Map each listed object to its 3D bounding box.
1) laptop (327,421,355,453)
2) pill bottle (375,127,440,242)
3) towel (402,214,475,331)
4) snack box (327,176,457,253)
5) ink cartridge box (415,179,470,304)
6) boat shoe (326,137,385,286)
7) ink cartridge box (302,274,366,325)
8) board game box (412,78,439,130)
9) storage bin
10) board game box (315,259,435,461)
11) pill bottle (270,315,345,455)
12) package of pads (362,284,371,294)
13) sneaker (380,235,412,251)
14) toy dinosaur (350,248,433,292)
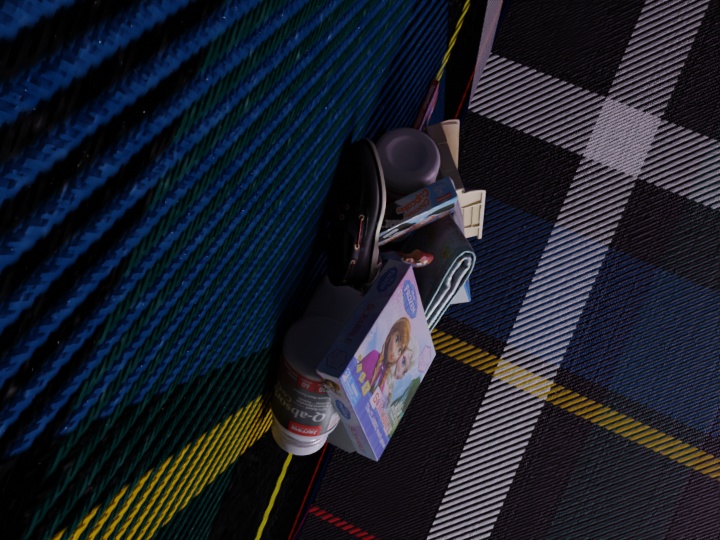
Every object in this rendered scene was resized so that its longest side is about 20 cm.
[{"bbox_3d":[-0.036,0.217,1.160,0.103,0.175,0.204,-32,-145,41],"label":"laptop"},{"bbox_3d":[0.066,-0.136,1.018,0.201,0.110,0.114,100,15,-62],"label":"pill bottle"},{"bbox_3d":[0.109,0.005,1.020,0.202,0.047,0.172,-58,-153,22],"label":"towel"},{"bbox_3d":[0.051,-0.074,0.912,0.196,0.038,0.116,-25,173,4],"label":"snack box"},{"bbox_3d":[0.162,-0.055,1.184,0.146,0.081,0.205,55,30,-55],"label":"ink cartridge box"},{"bbox_3d":[-0.010,-0.072,0.796,0.062,0.074,0.206,-10,120,-28],"label":"boat shoe"},{"bbox_3d":[-0.015,0.106,1.002,0.087,0.145,0.201,-61,170,-21],"label":"ink cartridge box"},{"bbox_3d":[0.130,-0.315,1.341,0.103,0.019,0.204,77,35,-80],"label":"board game box"},{"bbox_3d":[0.208,-0.200,1.354,0.200,0.091,0.204,77,0,-60],"label":"storage bin"},{"bbox_3d":[0.033,0.128,0.842,0.201,0.040,0.203,-55,142,-32],"label":"board game box"},{"bbox_3d":[-0.074,0.178,0.893,0.117,0.113,0.203,-58,168,-51],"label":"pill bottle"},{"bbox_3d":[0.013,0.076,1.404,0.201,0.074,0.123,-57,164,-59],"label":"package of pads"},{"bbox_3d":[0.066,-0.071,1.164,0.073,0.079,0.206,1,87,-84],"label":"sneaker"},{"bbox_3d":[0.038,-0.019,0.969,0.179,0.104,0.204,-26,-130,30],"label":"toy dinosaur"}]
